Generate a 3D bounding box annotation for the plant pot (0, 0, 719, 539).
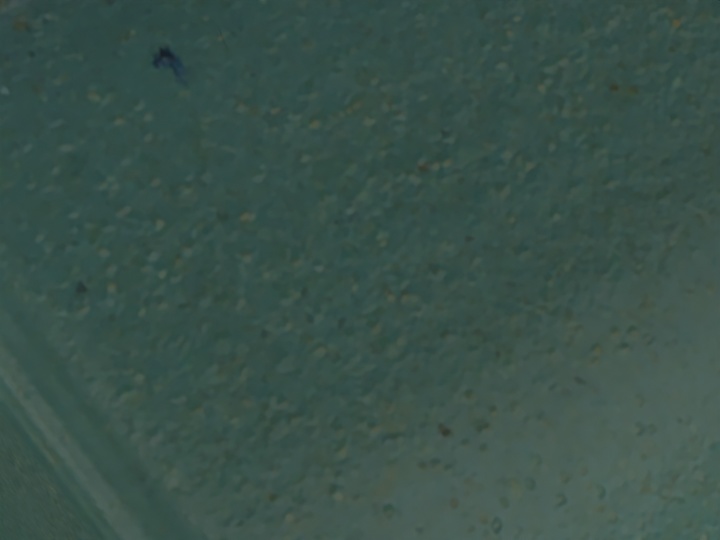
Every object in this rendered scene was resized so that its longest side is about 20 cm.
[{"bbox_3d":[0.023,0.028,0.445,0.196,0.201,0.196,-32,177,-17],"label":"plant pot"}]
